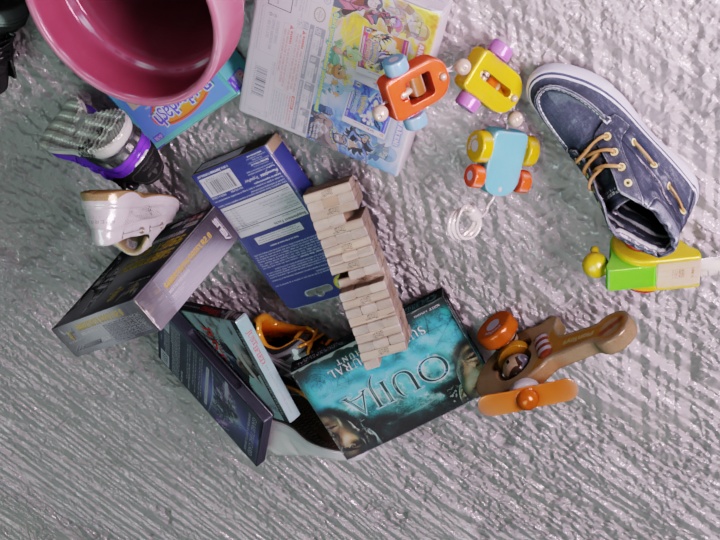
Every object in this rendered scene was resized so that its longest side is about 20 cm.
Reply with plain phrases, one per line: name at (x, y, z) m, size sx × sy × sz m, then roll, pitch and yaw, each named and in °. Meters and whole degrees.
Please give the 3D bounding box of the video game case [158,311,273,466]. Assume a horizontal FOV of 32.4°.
video game case at (-0.184, 0.142, 1.543) m, size 0.200 × 0.019 × 0.143 m, roll 45°, pitch 153°, yaw 16°

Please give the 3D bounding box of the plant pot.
plant pot at (-0.179, -0.280, 1.128) m, size 0.198 × 0.180 × 0.202 m, roll 14°, pitch 133°, yaw 16°

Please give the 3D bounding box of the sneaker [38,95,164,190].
sneaker at (-0.279, -0.129, 1.360) m, size 0.099 × 0.070 × 0.199 m, roll 42°, pitch 168°, yaw -35°

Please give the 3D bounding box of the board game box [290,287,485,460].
board game box at (0.038, 0.121, 1.408) m, size 0.198 × 0.028 × 0.136 m, roll -27°, pitch 110°, yaw 14°

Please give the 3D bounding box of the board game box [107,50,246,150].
board game box at (-0.227, -0.238, 1.286) m, size 0.151 × 0.045 × 0.200 m, roll -24°, pitch 113°, yaw 40°

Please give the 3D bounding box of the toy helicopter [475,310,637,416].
toy helicopter at (0.198, 0.092, 1.286) m, size 0.199 × 0.133 × 0.079 m, roll -25°, pitch 114°, yaw 40°

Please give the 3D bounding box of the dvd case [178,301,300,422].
dvd case at (-0.160, 0.106, 1.502) m, size 0.199 × 0.022 × 0.147 m, roll 7°, pitch 128°, yaw 55°

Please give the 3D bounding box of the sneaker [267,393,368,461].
sneaker at (-0.069, 0.205, 1.581) m, size 0.198 × 0.073 × 0.085 m, roll 17°, pitch 143°, yaw 26°

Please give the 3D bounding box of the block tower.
block tower at (0.000, 0.000, 1.324) m, size 0.057 × 0.054 × 0.202 m, roll -15°, pitch 105°, yaw 11°

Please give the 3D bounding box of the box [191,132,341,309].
box at (-0.087, -0.050, 1.385) m, size 0.120 × 0.033 × 0.201 m, roll -16°, pitch 118°, yaw 38°

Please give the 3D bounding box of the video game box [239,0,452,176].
video game box at (-0.019, -0.209, 1.201) m, size 0.181 × 0.047 × 0.201 m, roll 25°, pitch 135°, yaw 9°

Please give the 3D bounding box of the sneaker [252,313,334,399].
sneaker at (-0.053, 0.108, 1.476) m, size 0.198 × 0.078 × 0.078 m, roll 12°, pitch 128°, yaw 20°

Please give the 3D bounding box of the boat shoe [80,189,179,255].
boat shoe at (-0.254, -0.052, 1.364) m, size 0.070 × 0.200 × 0.070 m, roll -1°, pitch 92°, yaw 13°

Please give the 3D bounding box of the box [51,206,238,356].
box at (-0.248, 0.015, 1.418) m, size 0.199 × 0.159 × 0.048 m, roll -17°, pitch 119°, yaw 49°

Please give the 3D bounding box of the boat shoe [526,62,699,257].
boat shoe at (0.226, -0.102, 1.130) m, size 0.200 × 0.091 × 0.071 m, roll 38°, pitch 135°, yaw -7°

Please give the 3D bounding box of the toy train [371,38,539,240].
toy train at (0.087, -0.136, 1.161) m, size 0.056 × 0.149 × 0.201 m, roll 39°, pitch 160°, yaw 55°

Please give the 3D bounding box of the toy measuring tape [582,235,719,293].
toy measuring tape at (0.312, -0.019, 1.195) m, size 0.197 × 0.074 × 0.074 m, roll -6°, pitch 129°, yaw 4°

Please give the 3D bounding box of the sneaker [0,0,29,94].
sneaker at (-0.396, -0.237, 1.336) m, size 0.199 × 0.060 × 0.106 m, roll 18°, pitch 124°, yaw 52°
